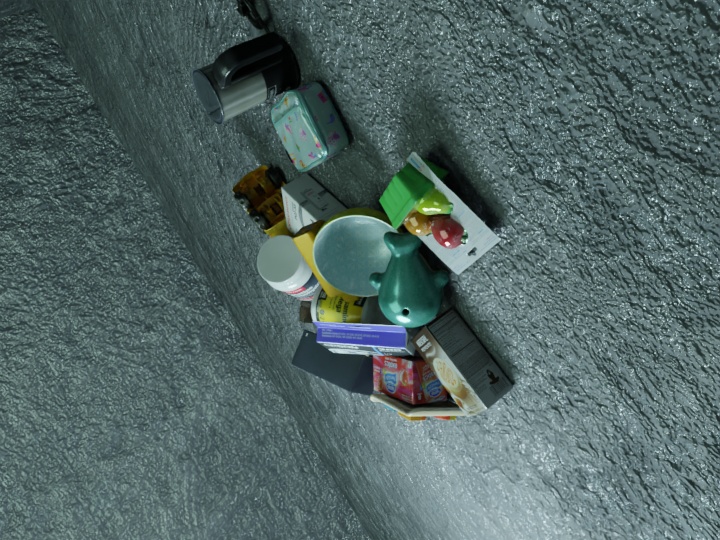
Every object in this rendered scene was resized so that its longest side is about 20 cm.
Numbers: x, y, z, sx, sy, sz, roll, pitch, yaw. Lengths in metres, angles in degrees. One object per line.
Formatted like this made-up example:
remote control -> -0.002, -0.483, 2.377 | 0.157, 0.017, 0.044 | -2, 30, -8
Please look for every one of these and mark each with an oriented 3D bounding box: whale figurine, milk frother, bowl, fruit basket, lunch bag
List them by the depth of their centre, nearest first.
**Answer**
fruit basket -> 0.134, -0.095, 1.090 | 0.200, 0.094, 0.185 | 40, 157, 2
whale figurine -> 0.091, 0.022, 1.231 | 0.158, 0.104, 0.201 | 0, 121, 14
milk frother -> -0.255, -0.435, 1.284 | 0.200, 0.188, 0.181 | 49, 156, 20
bowl -> 0.007, -0.057, 1.317 | 0.108, 0.199, 0.201 | -79, -23, -53
lunch bag -> -0.113, -0.297, 1.318 | 0.161, 0.077, 0.200 | 61, 158, -10

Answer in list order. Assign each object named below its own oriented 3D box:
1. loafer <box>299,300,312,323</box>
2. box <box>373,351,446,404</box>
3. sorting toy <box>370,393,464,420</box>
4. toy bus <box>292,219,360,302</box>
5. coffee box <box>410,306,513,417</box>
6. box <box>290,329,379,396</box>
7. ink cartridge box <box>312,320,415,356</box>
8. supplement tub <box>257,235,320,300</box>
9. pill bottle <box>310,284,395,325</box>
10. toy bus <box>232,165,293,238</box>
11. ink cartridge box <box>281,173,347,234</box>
loafer -> -0.087, 0.147, 1.764 | 0.200, 0.071, 0.073 | 25, 174, -18
box -> 0.113, 0.246, 1.502 | 0.200, 0.095, 0.100 | 180, 88, -64
sorting toy -> 0.144, 0.320, 1.485 | 0.200, 0.185, 0.037 | 0, 84, 62
toy bus -> -0.063, -0.013, 1.399 | 0.065, 0.078, 0.200 | -18, 112, 35
coffee box -> 0.203, 0.188, 1.298 | 0.200, 0.080, 0.114 | 53, 157, 11
box -> -0.050, 0.251, 1.703 | 0.199, 0.104, 0.182 | 19, 173, 30
ink cartridge box -> 0.011, 0.151, 1.380 | 0.200, 0.197, 0.044 | 54, -140, -69
supplement tub -> -0.167, -0.006, 1.647 | 0.140, 0.140, 0.200 | 47, -174, 23
pill bottle -> -0.007, 0.096, 1.506 | 0.199, 0.113, 0.113 | 10, 134, 26
toy bus -> -0.226, -0.155, 1.705 | 0.200, 0.136, 0.192 | 47, 172, 30
ink cartridge box -> -0.097, -0.113, 1.519 | 0.200, 0.083, 0.147 | 43, 152, 31
